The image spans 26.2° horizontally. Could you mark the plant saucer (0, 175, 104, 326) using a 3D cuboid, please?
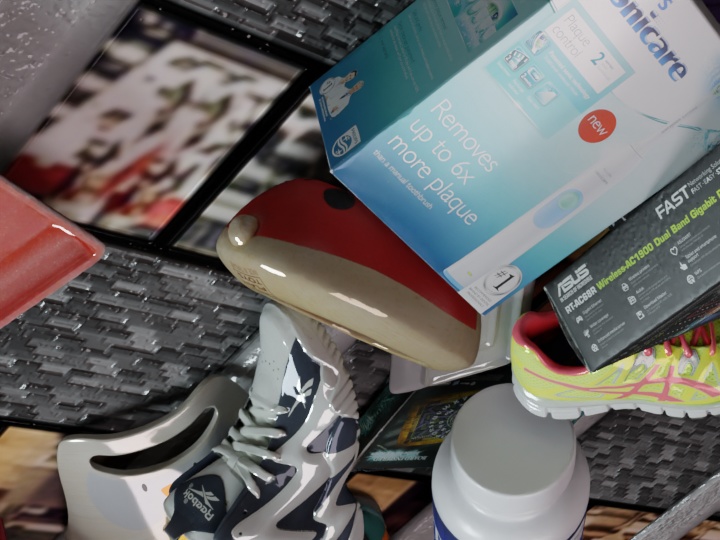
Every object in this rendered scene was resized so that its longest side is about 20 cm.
[{"bbox_3d":[-0.264,-0.007,0.781,0.199,0.037,0.199,-32,147,13],"label":"plant saucer"}]

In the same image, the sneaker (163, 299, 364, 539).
[{"bbox_3d":[-0.072,0.122,1.003,0.128,0.079,0.201,-22,128,-27],"label":"sneaker"}]

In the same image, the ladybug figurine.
[{"bbox_3d":[0.000,0.000,0.912,0.199,0.135,0.073,27,84,-46],"label":"ladybug figurine"}]

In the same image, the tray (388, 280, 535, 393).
[{"bbox_3d":[0.074,0.008,1.024,0.106,0.022,0.202,-14,136,-16],"label":"tray"}]

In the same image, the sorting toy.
[{"bbox_3d":[-0.126,0.158,1.088,0.198,0.107,0.181,-22,128,-4],"label":"sorting toy"}]

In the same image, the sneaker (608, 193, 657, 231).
[{"bbox_3d":[0.228,-0.025,1.075,0.081,0.074,0.200,-41,151,6],"label":"sneaker"}]

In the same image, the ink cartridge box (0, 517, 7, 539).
[{"bbox_3d":[-0.297,0.300,1.053,0.143,0.201,0.146,-7,144,-25],"label":"ink cartridge box"}]

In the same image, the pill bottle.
[{"bbox_3d":[0.112,0.172,1.162,0.118,0.121,0.201,-19,147,-9],"label":"pill bottle"}]

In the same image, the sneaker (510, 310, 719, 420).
[{"bbox_3d":[0.190,0.048,1.023,0.197,0.079,0.091,-12,144,14],"label":"sneaker"}]

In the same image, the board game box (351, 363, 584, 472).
[{"bbox_3d":[0.096,0.104,1.194,0.198,0.028,0.136,4,138,-38],"label":"board game box"}]

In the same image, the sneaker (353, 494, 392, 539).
[{"bbox_3d":[0.005,0.253,1.294,0.071,0.080,0.200,-27,147,4],"label":"sneaker"}]

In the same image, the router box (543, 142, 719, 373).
[{"bbox_3d":[0.220,-0.027,0.879,0.149,0.063,0.200,-16,162,-40],"label":"router box"}]

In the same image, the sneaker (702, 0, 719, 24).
[{"bbox_3d":[0.249,-0.117,0.929,0.198,0.089,0.081,-5,144,-25],"label":"sneaker"}]

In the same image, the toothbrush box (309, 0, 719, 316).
[{"bbox_3d":[0.095,-0.093,0.833,0.199,0.086,0.146,-36,128,16],"label":"toothbrush box"}]
